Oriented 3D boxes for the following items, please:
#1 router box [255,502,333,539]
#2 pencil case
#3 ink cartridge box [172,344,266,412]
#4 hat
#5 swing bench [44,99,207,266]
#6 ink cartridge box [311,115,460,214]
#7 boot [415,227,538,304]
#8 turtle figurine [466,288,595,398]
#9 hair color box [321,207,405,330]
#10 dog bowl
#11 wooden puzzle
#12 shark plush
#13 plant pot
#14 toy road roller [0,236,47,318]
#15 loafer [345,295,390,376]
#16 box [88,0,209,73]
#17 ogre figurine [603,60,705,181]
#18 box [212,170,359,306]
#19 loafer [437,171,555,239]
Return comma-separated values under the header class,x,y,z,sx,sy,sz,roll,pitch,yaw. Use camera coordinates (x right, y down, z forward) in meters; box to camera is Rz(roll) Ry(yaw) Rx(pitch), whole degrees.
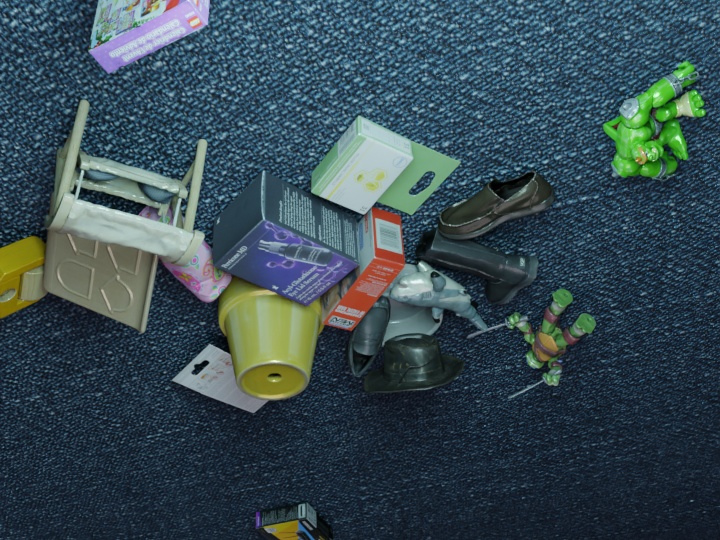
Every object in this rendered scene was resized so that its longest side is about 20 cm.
class,x,y,z,sx,sy,sz,roll,pitch,yaw
router box,-0.174,0.692,2.509,0.147,0.052,0.201,-14,141,14
pencil case,-0.290,-0.031,1.551,0.086,0.088,0.200,-18,141,17
ink cartridge box,-0.256,0.206,1.893,0.198,0.048,0.160,27,133,-27
hat,0.091,0.162,1.728,0.198,0.201,0.082,-13,102,10
swing bench,-0.336,-0.107,1.347,0.197,0.202,0.130,17,137,-26
ink cartridge box,0.041,-0.146,1.466,0.198,0.048,0.146,21,135,-26
boot,0.187,-0.007,1.642,0.197,0.067,0.165,12,153,-14
turtle figurine,0.343,0.141,1.790,0.197,0.145,0.195,9,137,-23
hair color box,0.000,0.000,1.596,0.063,0.112,0.200,14,138,-22
dog bowl,0.064,0.072,1.738,0.197,0.059,0.201,-3,143,-2
wooden puzzle,-0.407,-0.016,1.481,0.198,0.046,0.187,24,123,8
shark plush,0.144,0.053,1.665,0.199,0.091,0.084,29,97,-36
plant pot,-0.155,0.117,1.665,0.198,0.191,0.202,-4,142,-3
toy road roller,-0.620,-0.005,1.539,0.199,0.146,0.123,-27,158,-38
loafer,0.015,0.119,1.687,0.067,0.071,0.202,4,141,-12
box,-0.236,-0.328,1.074,0.135,0.202,0.039,-20,139,20
ogre figurine,0.435,-0.207,1.400,0.118,0.099,0.200,-20,159,-10
box,-0.122,-0.048,1.526,0.198,0.105,0.148,23,135,-32
loafer,0.211,-0.115,1.516,0.198,0.074,0.072,-21,128,15
